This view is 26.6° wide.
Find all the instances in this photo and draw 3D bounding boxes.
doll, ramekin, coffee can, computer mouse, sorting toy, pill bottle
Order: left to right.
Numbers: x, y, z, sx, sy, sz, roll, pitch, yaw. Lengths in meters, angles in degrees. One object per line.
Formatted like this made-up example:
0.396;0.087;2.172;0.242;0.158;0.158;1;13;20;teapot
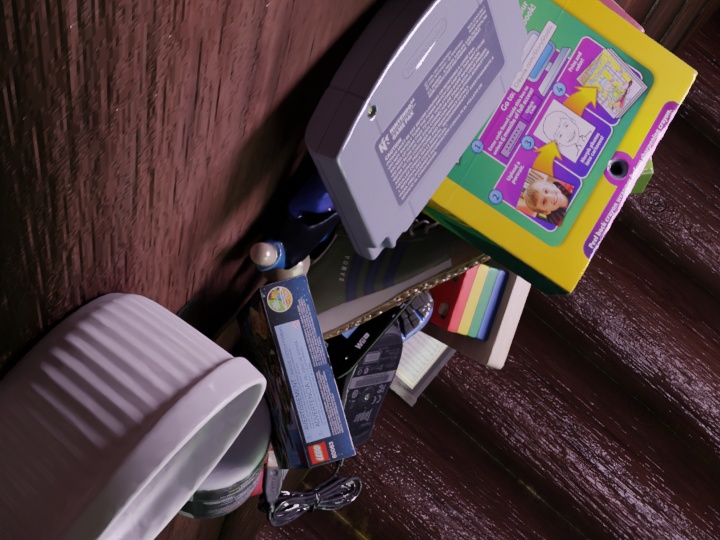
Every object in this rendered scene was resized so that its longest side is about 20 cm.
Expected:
-0.159;0.107;0.914;0.200;0.105;0.200;-50;173;-8;ramekin
-0.132;0.152;1.290;0.106;0.106;0.200;-47;173;-18;pill bottle
-0.034;-0.046;1.119;0.137;0.048;0.200;-48;178;-36;doll
-0.038;0.135;1.371;0.140;0.046;0.201;-12;126;-47;computer mouse
0.066;0.031;1.724;0.200;0.146;0.146;-50;173;-3;coffee can
0.099;-0.027;1.519;0.199;0.069;0.201;26;-82;65;sorting toy

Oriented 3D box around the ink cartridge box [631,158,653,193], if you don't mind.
0.225;-0.177;1.449;0.075;0.202;0.148;-6;175;6;ink cartridge box

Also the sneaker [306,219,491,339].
0.016;-0.016;1.224;0.199;0.090;0.067;-27;173;24;sneaker

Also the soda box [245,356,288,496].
-0.073;0.109;1.415;0.063;0.070;0.201;-3;123;-62;soda box

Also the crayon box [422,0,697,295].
0.130;-0.111;1.149;0.201;0.172;0.058;-58;-171;-8;crayon box

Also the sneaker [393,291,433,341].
-0.011;0.062;1.463;0.199;0.076;0.078;-27;167;29;sneaker

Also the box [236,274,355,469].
-0.055;0.085;1.194;0.037;0.138;0.200;-16;175;-11;box

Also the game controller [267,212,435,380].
0.000;0.000;1.330;0.200;0.104;0.042;-49;169;-11;game controller

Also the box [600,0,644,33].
0.118;-0.145;1.248;0.200;0.109;0.128;-49;180;-10;box

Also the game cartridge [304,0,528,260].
0.040;-0.121;1.004;0.200;0.041;0.133;-54;150;-21;game cartridge
